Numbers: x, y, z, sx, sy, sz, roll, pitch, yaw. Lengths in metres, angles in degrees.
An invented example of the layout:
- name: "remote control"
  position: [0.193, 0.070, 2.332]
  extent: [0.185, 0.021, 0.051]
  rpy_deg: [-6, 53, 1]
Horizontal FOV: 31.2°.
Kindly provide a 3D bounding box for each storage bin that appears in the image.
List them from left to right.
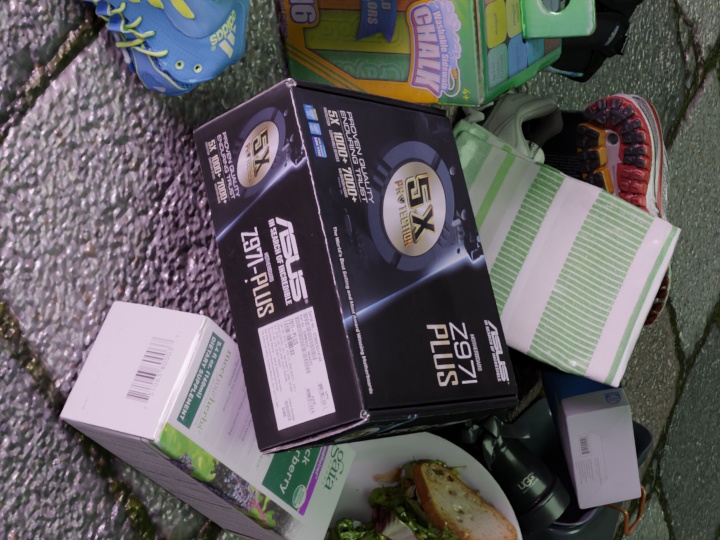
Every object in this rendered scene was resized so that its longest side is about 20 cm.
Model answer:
- name: "storage bin"
  position: [0.192, 0.234, 1.230]
  extent: [0.200, 0.144, 0.136]
  rpy_deg: [-33, 134, -49]

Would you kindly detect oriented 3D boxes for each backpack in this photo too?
- name: "backpack"
  position: [0.151, -0.239, 1.049]
  extent: [0.164, 0.153, 0.200]
  rpy_deg: [-63, 167, 25]

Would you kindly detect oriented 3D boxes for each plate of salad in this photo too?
- name: "plate of salad"
  position: [0.021, 0.211, 0.910]
  extent: [0.048, 0.198, 0.202]
  rpy_deg: [114, -8, -78]

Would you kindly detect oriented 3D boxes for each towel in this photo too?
- name: "towel"
  position: [0.137, -0.013, 1.007]
  extent: [0.023, 0.198, 0.154]
  rpy_deg: [115, 1, -75]

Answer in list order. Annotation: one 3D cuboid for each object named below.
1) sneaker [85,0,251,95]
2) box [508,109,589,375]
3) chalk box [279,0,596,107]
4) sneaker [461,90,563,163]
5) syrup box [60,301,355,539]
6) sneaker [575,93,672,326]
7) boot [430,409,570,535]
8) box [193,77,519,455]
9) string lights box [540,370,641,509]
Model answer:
- name: "sneaker"
  position: [-0.115, -0.150, 0.712]
  extent: [0.199, 0.075, 0.107]
  rpy_deg: [-9, 105, -57]
- name: "box"
  position: [0.176, -0.030, 1.163]
  extent: [0.200, 0.103, 0.149]
  rpy_deg: [-53, 136, -37]
- name: "chalk box"
  position: [0.058, -0.186, 0.857]
  extent: [0.124, 0.198, 0.126]
  rpy_deg: [-34, 124, -49]
- name: "sneaker"
  position: [0.102, -0.077, 1.063]
  extent: [0.201, 0.080, 0.075]
  rpy_deg: [-60, 143, -28]
- name: "syrup box"
  position: [-0.087, 0.104, 0.805]
  extent: [0.200, 0.081, 0.079]
  rpy_deg: [48, 57, -48]
- name: "sneaker"
  position: [0.234, -0.050, 1.084]
  extent: [0.082, 0.077, 0.203]
  rpy_deg: [-26, 117, -53]
- name: "boot"
  position: [0.076, 0.126, 1.040]
  extent: [0.073, 0.198, 0.163]
  rpy_deg: [-38, 100, -18]
- name: "box"
  position: [0.000, 0.000, 0.789]
  extent: [0.163, 0.086, 0.202]
  rpy_deg: [3, 70, -52]
- name: "string lights box"
  position: [0.203, 0.112, 1.188]
  extent: [0.201, 0.058, 0.104]
  rpy_deg: [-95, 173, -60]
